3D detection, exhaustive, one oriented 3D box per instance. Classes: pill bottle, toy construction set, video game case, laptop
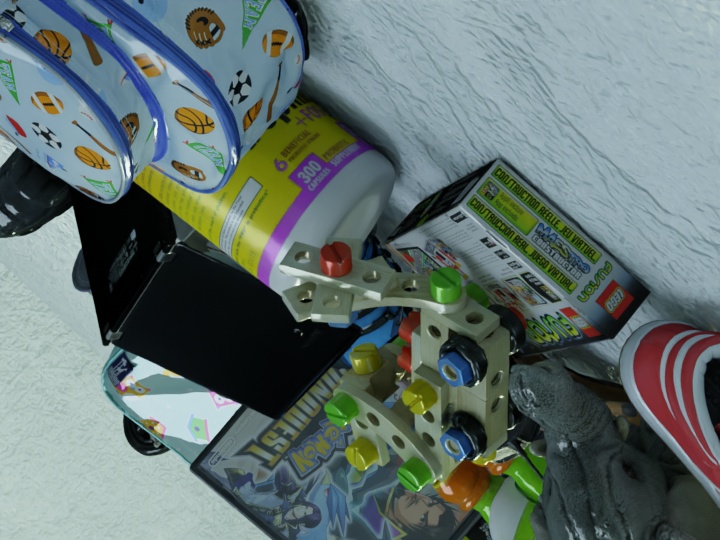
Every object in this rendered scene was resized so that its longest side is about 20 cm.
[{"bbox_3d":[-0.085,-0.079,1.277,0.200,0.104,0.104,37,169,12],"label":"pill bottle"},{"bbox_3d":[0.027,0.049,1.229,0.131,0.092,0.200,31,157,31],"label":"toy construction set"},{"bbox_3d":[0.011,0.122,1.514,0.181,0.200,0.026,40,-177,-2],"label":"video game case"},{"bbox_3d":[-0.103,-0.013,1.420,0.187,0.116,0.200,132,127,-60],"label":"laptop"}]

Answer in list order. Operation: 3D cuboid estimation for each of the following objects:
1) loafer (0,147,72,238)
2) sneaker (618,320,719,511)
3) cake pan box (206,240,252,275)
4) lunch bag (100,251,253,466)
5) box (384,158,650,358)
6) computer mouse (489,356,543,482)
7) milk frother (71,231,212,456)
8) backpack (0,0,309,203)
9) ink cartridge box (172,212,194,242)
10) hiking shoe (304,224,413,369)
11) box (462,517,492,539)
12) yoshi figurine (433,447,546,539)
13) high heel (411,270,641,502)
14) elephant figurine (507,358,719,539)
[{"bbox_3d":[-0.244,-0.082,1.684,0.068,0.070,0.201,43,-155,-6],"label":"loafer"},{"bbox_3d":[0.220,0.104,1.079,0.200,0.071,0.112,44,172,-7],"label":"sneaker"},{"bbox_3d":[-0.010,0.035,1.630,0.184,0.052,0.200,43,169,-23],"label":"cake pan box"},{"bbox_3d":[-0.093,0.086,1.632,0.200,0.077,0.160,39,135,-11],"label":"lunch bag"},{"bbox_3d":[0.083,-0.002,1.206,0.110,0.035,0.200,41,169,-5],"label":"box"},{"bbox_3d":[0.108,0.113,1.304,0.200,0.059,0.034,52,-158,14],"label":"computer mouse"},{"bbox_3d":[-0.166,0.046,1.767,0.188,0.200,0.181,43,-178,-26],"label":"milk frother"},{"bbox_3d":[-0.127,-0.128,1.140,0.190,0.154,0.200,28,164,8],"label":"backpack"},{"bbox_3d":[-0.186,-0.107,1.555,0.200,0.084,0.146,42,169,-7],"label":"ink cartridge box"},{"bbox_3d":[0.000,0.000,1.411,0.087,0.074,0.200,8,149,-1],"label":"hiking shoe"},{"bbox_3d":[0.157,0.230,1.546,0.200,0.160,0.044,38,-179,5],"label":"box"},{"bbox_3d":[0.159,0.164,1.455,0.200,0.112,0.112,38,-174,1],"label":"yoshi figurine"},{"bbox_3d":[0.114,0.053,1.337,0.200,0.071,0.143,55,143,12],"label":"high heel"},{"bbox_3d":[0.141,0.140,1.163,0.155,0.142,0.200,36,-167,18],"label":"elephant figurine"}]
